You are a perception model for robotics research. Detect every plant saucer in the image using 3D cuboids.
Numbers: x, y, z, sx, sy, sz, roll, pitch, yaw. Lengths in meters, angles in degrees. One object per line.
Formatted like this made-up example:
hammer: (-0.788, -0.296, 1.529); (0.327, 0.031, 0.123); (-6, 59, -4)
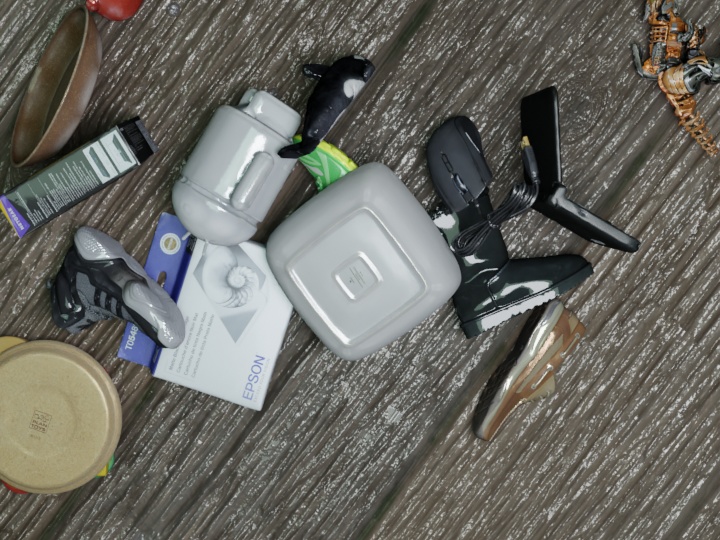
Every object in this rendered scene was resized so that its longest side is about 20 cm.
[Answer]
plant saucer: (-0.349, -0.208, 1.233); (0.036, 0.200, 0.202); (24, 95, -31)

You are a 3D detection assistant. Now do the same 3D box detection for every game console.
game console: (0.253, -0.116, 1.243); (0.175, 0.200, 0.117); (29, 94, -3)

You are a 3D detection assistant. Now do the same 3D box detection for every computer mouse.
computer mouse: (0.135, -0.128, 1.242); (0.046, 0.202, 0.140); (24, 132, -37)

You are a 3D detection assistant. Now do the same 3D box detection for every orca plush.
orca plush: (-0.049, -0.205, 1.248); (0.071, 0.105, 0.201); (37, 57, -5)

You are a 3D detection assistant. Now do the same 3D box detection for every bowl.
bowl: (0.000, 0.000, 1.258); (0.199, 0.075, 0.201); (-35, 100, 14)

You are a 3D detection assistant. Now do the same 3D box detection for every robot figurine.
robot figurine: (-0.149, -0.114, 1.256); (0.112, 0.169, 0.201); (31, 90, -22)

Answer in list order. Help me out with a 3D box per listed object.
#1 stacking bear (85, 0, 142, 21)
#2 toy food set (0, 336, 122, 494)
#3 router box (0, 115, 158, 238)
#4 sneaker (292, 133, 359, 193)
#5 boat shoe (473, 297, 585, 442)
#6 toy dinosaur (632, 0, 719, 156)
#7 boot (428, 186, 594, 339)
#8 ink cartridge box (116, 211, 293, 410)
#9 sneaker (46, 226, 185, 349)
stacking bear: (-0.259, -0.389, 1.262); (0.113, 0.121, 0.201); (40, 102, 3)
toy food set: (-0.397, 0.185, 1.331); (0.197, 0.049, 0.201); (4, 95, -2)
router box: (-0.321, -0.113, 1.232); (0.156, 0.200, 0.053); (-32, 102, 1)
sneaker: (-0.022, -0.085, 1.304); (0.083, 0.074, 0.200); (-42, 95, -2)
boat shoe: (0.213, 0.134, 1.328); (0.071, 0.076, 0.201); (32, 95, -6)
toy dinosaur: (0.410, -0.249, 1.306); (0.134, 0.102, 0.202); (-15, 113, 15)
boot: (0.173, -0.024, 1.318); (0.196, 0.073, 0.164); (-25, 88, -3)
ink cartridge box: (-0.187, 0.050, 1.328); (0.198, 0.041, 0.202); (18, 94, -2)
sneaker: (-0.303, 0.048, 1.296); (0.200, 0.075, 0.114); (45, 101, 19)
